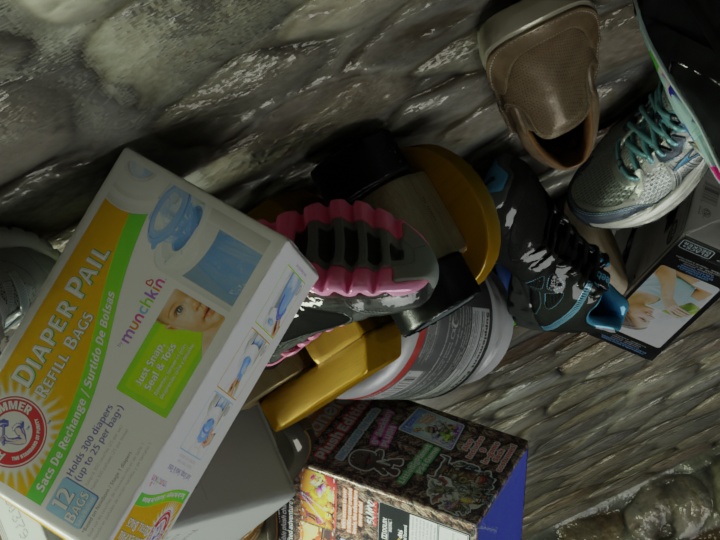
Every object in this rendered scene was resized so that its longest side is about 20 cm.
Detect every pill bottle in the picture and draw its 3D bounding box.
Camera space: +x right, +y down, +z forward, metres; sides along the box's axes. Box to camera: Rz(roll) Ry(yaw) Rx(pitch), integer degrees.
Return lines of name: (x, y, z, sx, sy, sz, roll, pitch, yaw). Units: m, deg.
pill bottle: (0.027, 0.032, 1.696, 0.115, 0.117, 0.200, -31, 165, 21)

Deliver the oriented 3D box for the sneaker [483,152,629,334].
sneaker: (0.134, -0.017, 1.686, 0.081, 0.074, 0.200, 13, 160, 25)

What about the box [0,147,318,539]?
box: (-0.126, 0.053, 1.346, 0.201, 0.112, 0.101, -60, 166, -6)

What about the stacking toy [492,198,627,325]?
stacking toy: (0.100, 0.018, 1.853, 0.199, 0.086, 0.085, -25, 166, 15)

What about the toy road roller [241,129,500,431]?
toy road roller: (0.000, 0.000, 1.541, 0.199, 0.123, 0.146, -33, 174, 26)

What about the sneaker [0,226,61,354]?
sneaker: (-0.222, 0.026, 1.327, 0.074, 0.082, 0.200, -32, 164, 25)

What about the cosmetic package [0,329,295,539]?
cosmetic package: (-0.185, 0.122, 1.559, 0.199, 0.166, 0.165, -10, 160, -45)

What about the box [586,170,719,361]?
box: (0.247, -0.024, 1.857, 0.060, 0.117, 0.200, 22, 152, -7)

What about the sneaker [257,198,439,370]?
sneaker: (-0.045, 0.017, 1.453, 0.198, 0.079, 0.096, -2, 130, 17)

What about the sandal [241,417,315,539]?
sandal: (-0.087, 0.164, 1.690, 0.055, 0.081, 0.200, -52, 174, -46)

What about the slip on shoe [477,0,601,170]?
slip on shoe: (0.113, -0.111, 1.447, 0.076, 0.061, 0.200, -24, 165, -4)

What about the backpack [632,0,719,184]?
backpack: (0.270, -0.115, 1.420, 0.177, 0.201, 0.150, -29, 165, 11)

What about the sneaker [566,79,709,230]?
sneaker: (0.215, -0.106, 1.649, 0.200, 0.078, 0.086, -37, 151, 15)

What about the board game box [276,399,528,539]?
board game box: (0.009, 0.179, 1.750, 0.097, 0.199, 0.160, -52, 153, -45)
